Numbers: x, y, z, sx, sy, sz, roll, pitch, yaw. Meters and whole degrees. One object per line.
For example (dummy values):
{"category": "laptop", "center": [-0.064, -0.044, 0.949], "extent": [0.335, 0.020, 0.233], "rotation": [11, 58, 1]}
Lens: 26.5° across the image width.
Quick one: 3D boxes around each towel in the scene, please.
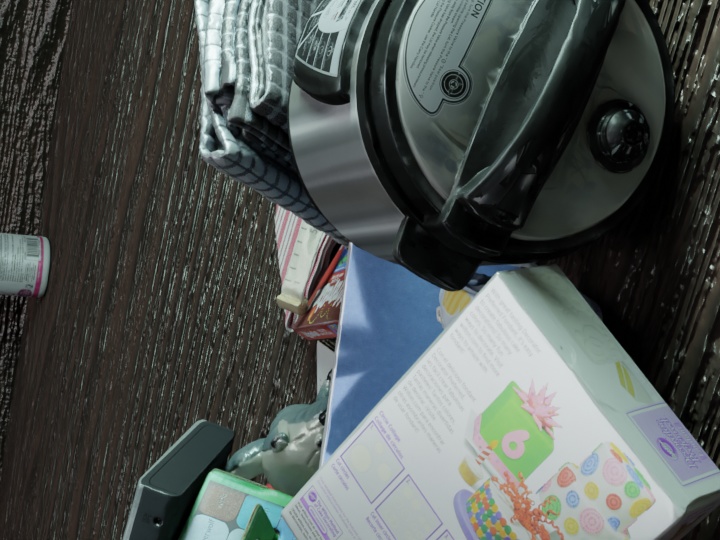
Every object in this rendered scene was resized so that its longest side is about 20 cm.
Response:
{"category": "towel", "center": [-0.026, -0.135, 0.965], "extent": [0.085, 0.165, 0.201], "rotation": [-21, 57, 30]}
{"category": "towel", "center": [-0.039, -0.058, 1.284], "extent": [0.200, 0.030, 0.147], "rotation": [-100, 25, -54]}

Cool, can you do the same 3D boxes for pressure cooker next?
{"category": "pressure cooker", "center": [0.067, -0.090, 0.806], "extent": [0.200, 0.178, 0.176], "rotation": [180, 75, -70]}

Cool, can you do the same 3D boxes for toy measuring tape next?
{"category": "toy measuring tape", "center": [-0.010, -0.064, 1.141], "extent": [0.074, 0.073, 0.201], "rotation": [-142, 66, -67]}

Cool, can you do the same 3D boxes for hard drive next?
{"category": "hard drive", "center": [-0.146, 0.220, 1.082], "extent": [0.140, 0.033, 0.201], "rotation": [-47, -26, -73]}

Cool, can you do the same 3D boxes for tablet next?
{"category": "tablet", "center": [0.039, 0.082, 0.952], "extent": [0.130, 0.014, 0.201], "rotation": [12, 99, 26]}

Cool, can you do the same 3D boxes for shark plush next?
{"category": "shark plush", "center": [-0.036, 0.102, 1.067], "extent": [0.200, 0.091, 0.083], "rotation": [108, -178, -59]}

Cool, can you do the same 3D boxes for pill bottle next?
{"category": "pill bottle", "center": [-0.672, -0.014, 2.777], "extent": [0.113, 0.199, 0.114], "rotation": [-175, 90, -70]}

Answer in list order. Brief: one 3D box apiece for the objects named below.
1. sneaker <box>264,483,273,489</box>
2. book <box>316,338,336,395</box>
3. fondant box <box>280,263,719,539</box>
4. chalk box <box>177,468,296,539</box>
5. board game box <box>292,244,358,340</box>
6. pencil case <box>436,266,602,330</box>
{"category": "sneaker", "center": [-0.080, 0.259, 1.264], "extent": [0.200, 0.071, 0.113], "rotation": [-61, 33, 33]}
{"category": "book", "center": [0.020, 0.135, 1.071], "extent": [0.200, 0.048, 0.134], "rotation": [-151, 61, -68]}
{"category": "fondant box", "center": [0.065, 0.116, 0.764], "extent": [0.144, 0.058, 0.200], "rotation": [54, 124, 22]}
{"category": "chalk box", "center": [-0.069, 0.228, 1.049], "extent": [0.200, 0.123, 0.125], "rotation": [98, -166, -60]}
{"category": "board game box", "center": [0.000, 0.000, 1.083], "extent": [0.103, 0.019, 0.200], "rotation": [-60, 9, -10]}
{"category": "pencil case", "center": [0.076, 0.102, 0.843], "extent": [0.083, 0.090, 0.201], "rotation": [-60, -23, -77]}
